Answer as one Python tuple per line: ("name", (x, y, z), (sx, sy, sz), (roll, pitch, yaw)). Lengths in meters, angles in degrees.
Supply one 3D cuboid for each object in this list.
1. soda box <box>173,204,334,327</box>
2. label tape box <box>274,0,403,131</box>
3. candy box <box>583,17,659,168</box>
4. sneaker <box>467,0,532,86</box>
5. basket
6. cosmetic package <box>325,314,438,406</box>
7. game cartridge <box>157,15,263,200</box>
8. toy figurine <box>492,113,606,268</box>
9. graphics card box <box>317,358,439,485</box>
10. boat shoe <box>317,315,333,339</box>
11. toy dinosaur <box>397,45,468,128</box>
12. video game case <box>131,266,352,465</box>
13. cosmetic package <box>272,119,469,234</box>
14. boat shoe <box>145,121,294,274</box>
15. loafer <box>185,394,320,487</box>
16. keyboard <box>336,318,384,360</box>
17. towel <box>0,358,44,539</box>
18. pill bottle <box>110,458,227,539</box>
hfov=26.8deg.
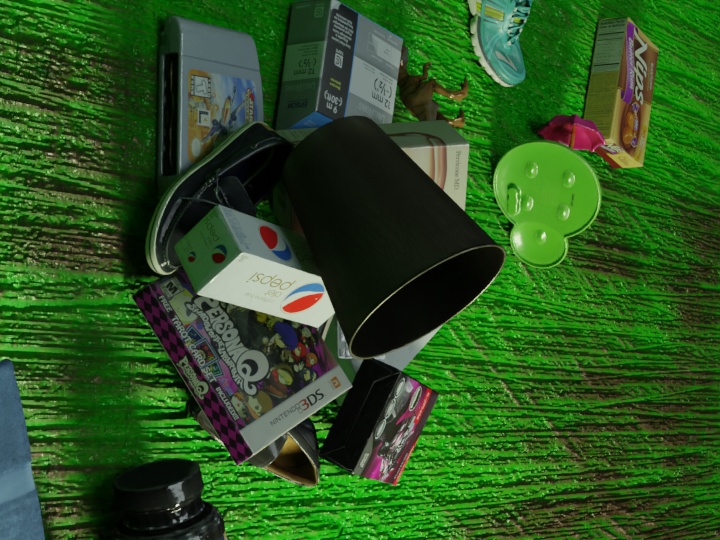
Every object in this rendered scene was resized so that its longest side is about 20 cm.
("soda box", (-0.090, -0.001, 1.510), (0.200, 0.068, 0.064), (19, 35, -53))
("label tape box", (-0.025, -0.191, 1.718), (0.143, 0.066, 0.201), (21, 71, -52))
("candy box", (0.396, -0.269, 2.298), (0.117, 0.056, 0.201), (30, 67, -49))
("sneaker", (0.189, -0.340, 1.998), (0.077, 0.079, 0.201), (-34, 117, -48))
("basket", (0.016, -0.043, 1.495), (0.200, 0.180, 0.136), (56, 4, 25))
("cosmetic package", (0.019, 0.044, 1.786), (0.200, 0.052, 0.151), (-44, 125, -44))
("game cartridge", (-0.154, -0.155, 1.569), (0.133, 0.041, 0.201), (2, 88, -49))
("toy figurine", (0.280, -0.132, 2.099), (0.184, 0.150, 0.200), (-54, 153, -51))
("graphics card box", (0.024, 0.173, 1.713), (0.126, 0.051, 0.200), (-63, 160, -5))
("boat shoe", (-0.072, 0.041, 1.647), (0.063, 0.072, 0.201), (17, 81, -55))
("toy dinosaur", (0.077, -0.195, 1.792), (0.106, 0.200, 0.061), (4, 125, -17))
("video game case", (-0.117, 0.075, 1.546), (0.181, 0.036, 0.200), (-29, 87, -52))
("cosmetic package", (0.010, -0.101, 1.646), (0.199, 0.087, 0.104), (-7, 114, -17))
("boat shoe", (-0.139, -0.072, 1.507), (0.200, 0.062, 0.075), (-48, 139, -26))
("loafer", (-0.103, 0.171, 1.583), (0.200, 0.073, 0.072), (29, 27, -48))
("keyboard", (0.000, 0.000, 1.695), (0.056, 0.011, 0.201), (2, 80, -14))
("towel", (-0.335, 0.183, 1.308), (0.112, 0.048, 0.201), (-19, 105, -52))
("pill bottle", (-0.180, 0.291, 1.464), (0.112, 0.112, 0.201), (-24, 109, -51))
